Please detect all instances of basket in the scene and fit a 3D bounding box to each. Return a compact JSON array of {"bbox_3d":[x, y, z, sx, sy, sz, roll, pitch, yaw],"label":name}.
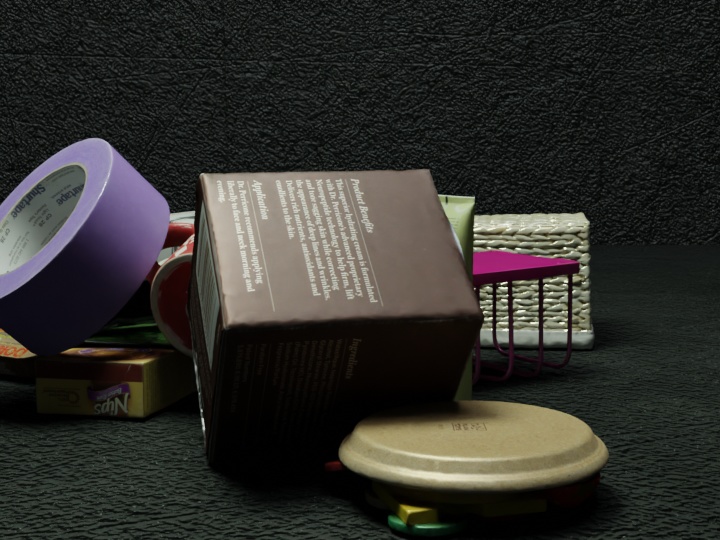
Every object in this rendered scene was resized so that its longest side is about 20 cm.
[{"bbox_3d":[0.209,0.010,1.442,0.196,0.164,0.198,-1,6,10],"label":"basket"}]

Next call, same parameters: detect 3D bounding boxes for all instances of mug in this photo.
[{"bbox_3d":[-0.135,0.007,1.079,0.175,0.135,0.200,-20,15,22],"label":"mug"}]

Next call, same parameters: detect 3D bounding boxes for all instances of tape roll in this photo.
[{"bbox_3d":[-0.285,-0.025,1.045,0.198,0.202,0.085,5,-33,47],"label":"tape roll"}]

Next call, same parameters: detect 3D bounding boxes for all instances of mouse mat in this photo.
[{"bbox_3d":[-0.203,0.065,1.134,0.196,0.008,0.161,3,5,7],"label":"mouse mat"}]

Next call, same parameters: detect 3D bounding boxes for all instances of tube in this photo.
[{"bbox_3d":[0.083,0.029,1.034,0.057,0.204,0.052,0,8,9],"label":"tube"}]

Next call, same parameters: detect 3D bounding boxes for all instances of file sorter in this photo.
[{"bbox_3d":[0.120,0.053,1.178,0.197,0.128,0.138,-5,8,-35],"label":"file sorter"}]

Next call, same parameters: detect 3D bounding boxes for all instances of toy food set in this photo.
[{"bbox_3d":[0.076,0.133,0.767,0.194,0.050,0.200,-2,6,-14],"label":"toy food set"}]

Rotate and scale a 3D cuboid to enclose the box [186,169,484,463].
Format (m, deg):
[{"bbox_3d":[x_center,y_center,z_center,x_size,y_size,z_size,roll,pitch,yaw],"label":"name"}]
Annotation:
[{"bbox_3d":[-0.031,0.035,0.867,0.196,0.166,0.168,-1,46,-15],"label":"box"}]

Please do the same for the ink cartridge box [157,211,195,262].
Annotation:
[{"bbox_3d":[-0.170,-0.027,1.336,0.198,0.085,0.144,6,11,38],"label":"ink cartridge box"}]

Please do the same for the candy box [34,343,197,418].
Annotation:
[{"bbox_3d":[-0.228,0.100,1.097,0.114,0.058,0.200,1,4,14],"label":"candy box"}]

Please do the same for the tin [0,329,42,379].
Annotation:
[{"bbox_3d":[-0.382,0.073,1.236,0.197,0.042,0.112,4,35,33],"label":"tin"}]

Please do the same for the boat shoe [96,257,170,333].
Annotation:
[{"bbox_3d":[-0.217,0.032,1.141,0.197,0.074,0.062,-6,23,-36],"label":"boat shoe"}]
